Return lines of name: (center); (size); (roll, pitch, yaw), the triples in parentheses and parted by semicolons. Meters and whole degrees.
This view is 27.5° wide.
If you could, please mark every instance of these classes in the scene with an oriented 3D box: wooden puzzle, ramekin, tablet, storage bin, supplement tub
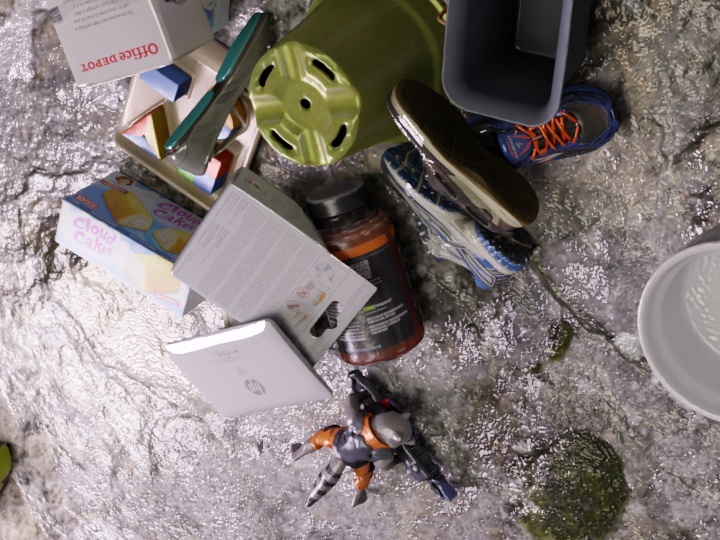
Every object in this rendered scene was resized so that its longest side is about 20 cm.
wooden puzzle: (-0.207, -0.183, 1.756); (0.185, 0.046, 0.201); (35, 126, 12)
ramekin: (0.389, 0.046, 1.481); (0.199, 0.098, 0.202); (13, 119, 25)
tablet: (-0.135, 0.119, 1.743); (0.199, 0.014, 0.130); (-14, 123, 44)
storage bin: (0.160, -0.264, 1.440); (0.145, 0.134, 0.201); (16, 120, 23)
supplement tub: (0.000, 0.000, 1.687); (0.106, 0.107, 0.201); (-6, 109, 33)

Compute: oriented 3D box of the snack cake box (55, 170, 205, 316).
snack cake box: (-0.262, -0.036, 1.819); (0.199, 0.115, 0.068); (29, 125, 15)

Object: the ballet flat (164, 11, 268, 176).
ballet flat: (-0.147, -0.197, 1.669); (0.064, 0.067, 0.201); (34, 88, -20)

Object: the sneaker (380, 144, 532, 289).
sneaker: (0.090, -0.053, 1.627); (0.200, 0.077, 0.085); (43, 132, 6)

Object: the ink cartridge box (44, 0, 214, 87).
ink cartridge box: (-0.264, -0.313, 1.571); (0.145, 0.084, 0.201); (-9, 109, 34)

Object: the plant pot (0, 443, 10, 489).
plant pot: (-0.644, 0.319, 2.181); (0.181, 0.200, 0.199); (36, 126, 3)

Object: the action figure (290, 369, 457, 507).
action figure: (0.016, 0.235, 1.800); (0.200, 0.105, 0.194); (47, 137, 5)

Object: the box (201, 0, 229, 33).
box: (-0.210, -0.366, 1.630); (0.112, 0.101, 0.201); (21, 123, 20)

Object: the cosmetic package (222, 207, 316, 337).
cosmetic package: (-0.113, 0.031, 1.771); (0.073, 0.103, 0.201); (7, 116, 27)

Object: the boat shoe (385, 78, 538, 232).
boat shoe: (0.093, -0.108, 1.496); (0.201, 0.072, 0.066); (41, 135, -16)

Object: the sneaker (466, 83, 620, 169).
sneaker: (0.178, -0.136, 1.528); (0.199, 0.078, 0.076); (-15, 106, 35)

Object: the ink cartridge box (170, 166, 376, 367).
ink cartridge box: (-0.096, 0.000, 1.663); (0.199, 0.057, 0.163); (33, 127, -9)

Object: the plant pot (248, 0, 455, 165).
plant pot: (-0.017, -0.200, 1.546); (0.199, 0.184, 0.202); (13, 120, 24)
